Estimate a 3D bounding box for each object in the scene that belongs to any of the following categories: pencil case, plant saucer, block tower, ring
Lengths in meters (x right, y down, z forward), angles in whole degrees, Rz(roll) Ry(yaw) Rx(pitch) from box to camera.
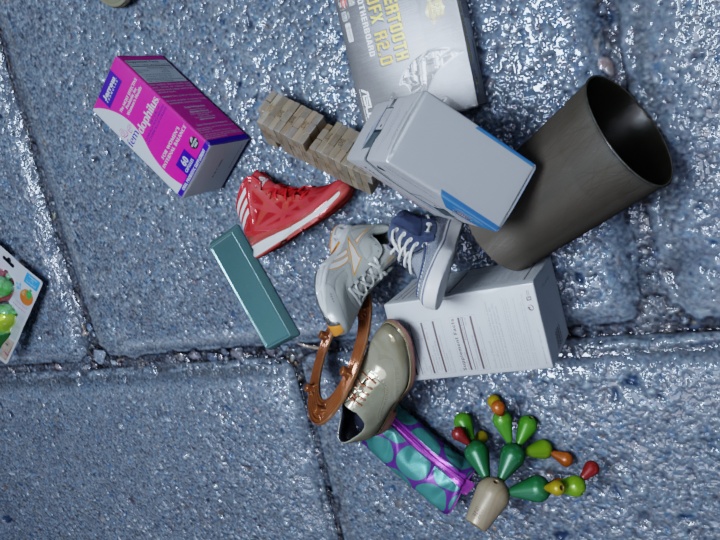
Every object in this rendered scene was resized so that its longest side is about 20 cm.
[{"bbox_3d":[0.072,0.258,0.990,0.199,0.085,0.093,38,153,10],"label":"pencil case"},{"bbox_3d":[-0.173,0.030,1.080,0.070,0.019,0.201,-28,91,30],"label":"plant saucer"},{"bbox_3d":[-0.049,-0.171,0.920,0.199,0.058,0.054,29,75,21],"label":"block tower"},{"bbox_3d":[-0.036,0.114,0.946,0.019,0.201,0.201,22,119,-17],"label":"ring"}]

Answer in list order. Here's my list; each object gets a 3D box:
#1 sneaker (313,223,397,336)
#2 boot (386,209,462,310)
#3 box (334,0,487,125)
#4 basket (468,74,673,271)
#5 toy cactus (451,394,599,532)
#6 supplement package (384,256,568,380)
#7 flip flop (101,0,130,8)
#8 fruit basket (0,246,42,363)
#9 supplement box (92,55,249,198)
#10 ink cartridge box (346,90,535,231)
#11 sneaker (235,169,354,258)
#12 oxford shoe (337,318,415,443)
[{"bbox_3d":[0.000,0.000,0.894,0.091,0.201,0.076,-10,130,19],"label":"sneaker"},{"bbox_3d":[0.069,-0.018,0.837,0.089,0.200,0.073,14,114,8],"label":"boot"},{"bbox_3d":[0.060,-0.287,0.852,0.157,0.048,0.202,-8,102,28],"label":"box"},{"bbox_3d":[0.226,-0.097,0.773,0.136,0.181,0.200,44,129,-5],"label":"basket"},{"bbox_3d":[0.196,0.265,0.901,0.199,0.102,0.166,28,72,22],"label":"toy cactus"},{"bbox_3d":[0.150,0.063,0.878,0.198,0.114,0.111,-10,102,30],"label":"supplement package"},{"bbox_3d":[-0.416,-0.468,1.023,0.200,0.058,0.081,42,118,9],"label":"flip flop"},{"bbox_3d":[-0.713,0.051,1.307,0.185,0.094,0.201,37,114,12],"label":"fruit basket"},{"bbox_3d":[-0.281,-0.217,1.010,0.200,0.103,0.101,43,120,10],"label":"supplement box"},{"bbox_3d":[0.081,-0.123,0.767,0.146,0.200,0.086,29,91,-15],"label":"ink cartridge box"},{"bbox_3d":[-0.109,-0.106,0.974,0.199,0.078,0.116,-30,93,29],"label":"sneaker"},{"bbox_3d":[0.017,0.153,0.879,0.071,0.073,0.202,36,130,33],"label":"oxford shoe"}]
